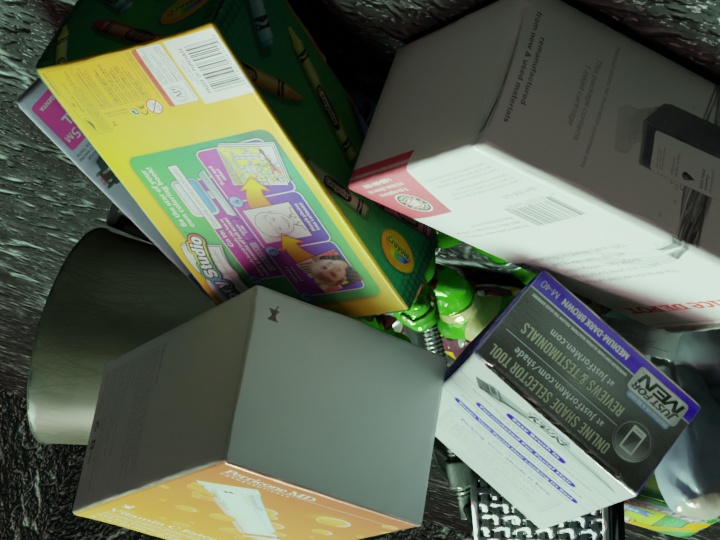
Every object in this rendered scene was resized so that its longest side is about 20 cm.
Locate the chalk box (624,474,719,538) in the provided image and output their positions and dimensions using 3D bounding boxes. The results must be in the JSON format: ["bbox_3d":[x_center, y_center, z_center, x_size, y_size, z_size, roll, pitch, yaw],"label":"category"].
[{"bbox_3d":[0.223,0.122,1.256,0.123,0.125,0.200,17,167,7],"label":"chalk box"}]

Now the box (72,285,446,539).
[{"bbox_3d":[-0.061,0.095,0.928,0.123,0.098,0.199,21,155,-26],"label":"box"}]

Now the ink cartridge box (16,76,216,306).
[{"bbox_3d":[-0.113,-0.041,1.000,0.200,0.042,0.119,47,-174,1],"label":"ink cartridge box"}]

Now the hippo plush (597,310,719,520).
[{"bbox_3d":[0.199,0.076,1.015,0.198,0.161,0.161,21,167,-13],"label":"hippo plush"}]

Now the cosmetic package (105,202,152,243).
[{"bbox_3d":[-0.126,-0.053,1.191,0.082,0.051,0.200,21,167,-14],"label":"cosmetic package"}]

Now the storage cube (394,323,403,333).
[{"bbox_3d":[-0.076,0.093,1.461,0.198,0.173,0.180,21,166,-9],"label":"storage cube"}]

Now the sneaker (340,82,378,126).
[{"bbox_3d":[-0.042,-0.079,0.902,0.198,0.079,0.090,15,162,10],"label":"sneaker"}]

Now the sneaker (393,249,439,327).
[{"bbox_3d":[0.000,0.000,1.170,0.075,0.078,0.200,19,170,-11],"label":"sneaker"}]

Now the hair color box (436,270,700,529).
[{"bbox_3d":[0.101,0.078,0.912,0.109,0.065,0.200,41,166,3],"label":"hair color box"}]

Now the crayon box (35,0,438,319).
[{"bbox_3d":[-0.059,-0.058,0.847,0.118,0.059,0.201,-8,132,35],"label":"crayon box"}]

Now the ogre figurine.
[{"bbox_3d":[0.024,0.017,1.032,0.198,0.099,0.120,-23,134,12],"label":"ogre figurine"}]

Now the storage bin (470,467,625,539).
[{"bbox_3d":[0.134,0.188,1.139,0.093,0.202,0.135,-1,-155,12],"label":"storage bin"}]

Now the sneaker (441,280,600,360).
[{"bbox_3d":[0.105,0.045,1.212,0.089,0.076,0.200,16,168,-15],"label":"sneaker"}]

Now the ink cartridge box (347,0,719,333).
[{"bbox_3d":[0.117,-0.045,0.794,0.199,0.086,0.145,25,166,-20],"label":"ink cartridge box"}]

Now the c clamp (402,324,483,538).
[{"bbox_3d":[0.059,0.085,1.207,0.027,0.202,0.171,-13,180,-5],"label":"c clamp"}]

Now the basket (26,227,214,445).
[{"bbox_3d":[-0.121,0.062,1.221,0.198,0.181,0.137,9,140,12],"label":"basket"}]
